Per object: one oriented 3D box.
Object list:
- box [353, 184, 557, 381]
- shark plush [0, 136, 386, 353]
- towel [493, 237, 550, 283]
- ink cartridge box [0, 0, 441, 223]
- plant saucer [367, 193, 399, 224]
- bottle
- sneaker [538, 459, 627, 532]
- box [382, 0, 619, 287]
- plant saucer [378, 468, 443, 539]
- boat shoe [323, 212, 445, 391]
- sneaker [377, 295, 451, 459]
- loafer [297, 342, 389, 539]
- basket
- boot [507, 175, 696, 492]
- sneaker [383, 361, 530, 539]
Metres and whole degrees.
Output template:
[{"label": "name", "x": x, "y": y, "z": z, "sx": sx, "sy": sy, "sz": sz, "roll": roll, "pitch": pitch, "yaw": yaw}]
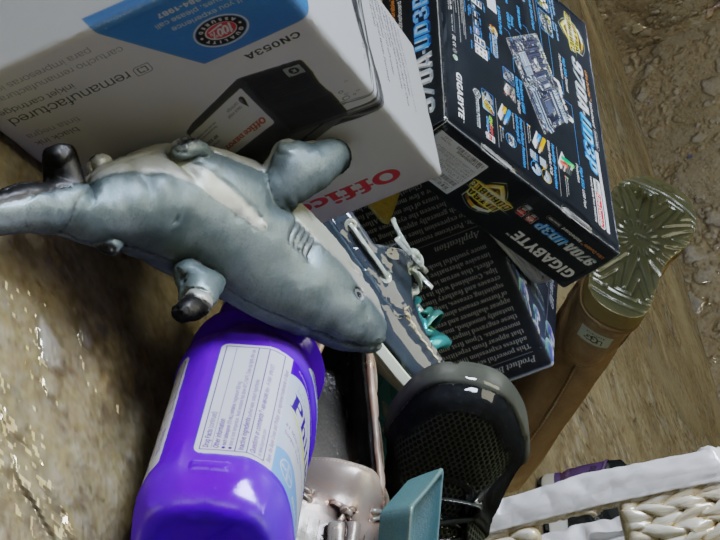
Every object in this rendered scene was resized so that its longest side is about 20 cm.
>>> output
[{"label": "box", "x": 0.050, "y": -0.032, "z": 1.149, "sx": 0.149, "sy": 0.107, "sz": 0.201, "roll": -73, "pitch": 140, "yaw": -66}, {"label": "shark plush", "x": -0.067, "y": -0.015, "z": 0.697, "sx": 0.200, "sy": 0.091, "sz": 0.084, "roll": 21, "pitch": 47, "yaw": -51}, {"label": "towel", "x": 0.080, "y": -0.101, "z": 1.096, "sx": 0.147, "sy": 0.024, "sz": 0.201, "roll": 44, "pitch": 29, "yaw": -58}, {"label": "ink cartridge box", "x": -0.069, "y": -0.090, "z": 0.747, "sx": 0.200, "sy": 0.144, "sz": 0.084, "roll": 44, "pitch": 29, "yaw": -57}, {"label": "plant saucer", "x": -0.044, "y": -0.150, "z": 0.971, "sx": 0.200, "sy": 0.048, "sz": 0.200, "roll": 53, "pitch": 4, "yaw": -45}, {"label": "bottle", "x": -0.052, "y": 0.070, "z": 0.736, "sx": 0.200, "sy": 0.065, "sz": 0.084, "roll": -81, "pitch": 174, "yaw": -61}, {"label": "sneaker", "x": 0.203, "y": 0.237, "z": 1.363, "sx": 0.076, "sy": 0.087, "sz": 0.201, "roll": 53, "pitch": 23, "yaw": -46}, {"label": "box", "x": 0.081, "y": -0.111, "z": 1.001, "sx": 0.159, "sy": 0.046, "sz": 0.201, "roll": 33, "pitch": 40, "yaw": -36}, {"label": "plant saucer", "x": 0.016, "y": 0.195, "z": 0.773, "sx": 0.070, "sy": 0.019, "sz": 0.201, "roll": -28, "pitch": 122, "yaw": -74}, {"label": "boat shoe", "x": 0.000, "y": 0.000, "z": 0.913, "sx": 0.200, "sy": 0.062, "sz": 0.075, "roll": 48, "pitch": -10, "yaw": 1}, {"label": "sneaker", "x": 0.011, "y": 0.035, "z": 0.984, "sx": 0.077, "sy": 0.079, "sz": 0.201, "roll": -23, "pitch": 92, "yaw": -76}, {"label": "loafer", "x": -0.019, "y": 0.097, "z": 0.803, "sx": 0.072, "sy": 0.063, "sz": 0.201, "roll": 23, "pitch": 32, "yaw": -20}, {"label": "basket", "x": 0.171, "y": 0.222, "z": 1.087, "sx": 0.200, "sy": 0.197, "sz": 0.162, "roll": 33, "pitch": 44, "yaw": -66}, {"label": "boot", "x": 0.159, "y": 0.044, "z": 1.236, "sx": 0.066, "sy": 0.200, "sz": 0.175, "roll": 32, "pitch": 44, "yaw": 7}, {"label": "sneaker", "x": 0.037, "y": 0.139, "z": 0.840, "sx": 0.115, "sy": 0.076, "sz": 0.200, "roll": -86, "pitch": -171, "yaw": -46}]
